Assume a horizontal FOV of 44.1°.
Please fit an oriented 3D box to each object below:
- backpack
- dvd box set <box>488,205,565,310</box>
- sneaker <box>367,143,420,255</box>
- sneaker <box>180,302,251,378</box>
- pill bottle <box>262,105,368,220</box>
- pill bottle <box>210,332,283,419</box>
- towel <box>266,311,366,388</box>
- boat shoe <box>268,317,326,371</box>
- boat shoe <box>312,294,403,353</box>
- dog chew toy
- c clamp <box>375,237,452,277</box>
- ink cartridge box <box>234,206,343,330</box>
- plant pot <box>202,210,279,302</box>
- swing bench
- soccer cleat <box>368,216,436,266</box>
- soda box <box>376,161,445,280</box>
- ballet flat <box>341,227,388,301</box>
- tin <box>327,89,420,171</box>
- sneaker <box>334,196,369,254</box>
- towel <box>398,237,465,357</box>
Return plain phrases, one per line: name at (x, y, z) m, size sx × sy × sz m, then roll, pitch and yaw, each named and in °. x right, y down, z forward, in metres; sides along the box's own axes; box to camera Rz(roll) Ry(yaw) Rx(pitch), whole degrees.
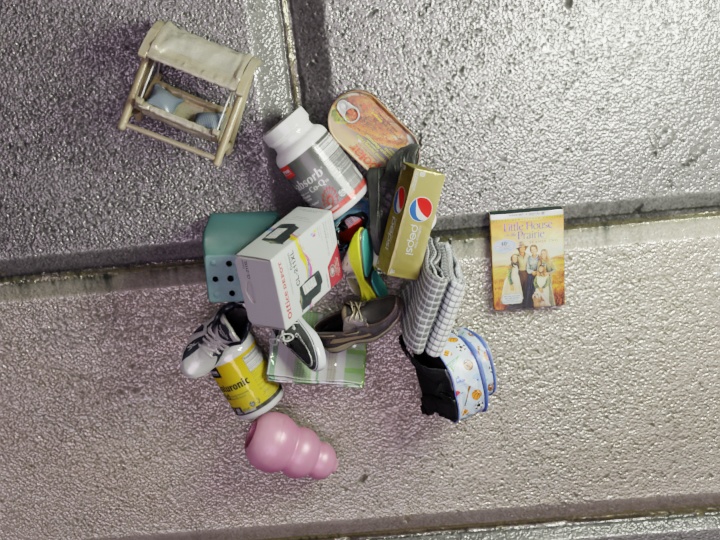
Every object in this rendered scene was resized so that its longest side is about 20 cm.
backpack at (0.184, 0.206, 1.752) m, size 0.153 × 0.190 × 0.202 m, roll -21°, pitch 107°, yaw -8°
dvd box set at (0.330, -0.023, 1.755) m, size 0.145 × 0.029 × 0.202 m, roll -4°, pitch 109°, yaw 3°
sneaker at (0.068, -0.131, 1.659) m, size 0.103 × 0.060 × 0.202 m, roll -4°, pitch 88°, yaw 10°
sneaker at (-0.268, 0.125, 1.672) m, size 0.199 × 0.130 × 0.080 m, roll -41°, pitch 92°, yaw -5°
pill bottle at (-0.086, -0.200, 1.664) m, size 0.116 × 0.116 × 0.200 m, roll -36°, pitch 103°, yaw 13°
pill bottle at (-0.248, 0.192, 1.802) m, size 0.111 × 0.111 × 0.201 m, roll -25°, pitch 105°, yaw 10°
towel at (-0.086, 0.156, 1.787) m, size 0.198 × 0.031 × 0.151 m, roll 5°, pitch 73°, yaw 0°
boat shoe at (-0.142, 0.118, 1.736) m, size 0.200 × 0.068 × 0.074 m, roll 59°, pitch 138°, yaw 16°
boat shoe at (-0.008, 0.099, 1.710) m, size 0.199 × 0.075 × 0.073 m, roll -30°, pitch 135°, yaw 26°
dog chew toy at (-0.140, 0.377, 1.860) m, size 0.199 × 0.125 × 0.125 m, roll 25°, pitch 108°, yaw -15°
c clamp at (0.095, 0.025, 1.784) m, size 0.198 × 0.027 × 0.172 m, roll -8°, pitch 113°, yaw 3°
ink cartridge box at (-0.125, -0.005, 1.612) m, size 0.082 × 0.200 × 0.147 m, roll 8°, pitch 123°, yaw 30°
plant pot at (-0.228, -0.016, 1.685) m, size 0.140 × 0.200 × 0.143 m, roll -2°, pitch 109°, yaw 2°
swing bench at (-0.309, -0.326, 1.622) m, size 0.197 × 0.130 × 0.201 m, roll 20°, pitch 108°, yaw -4°
soccer cleat at (0.059, -0.058, 1.722) m, size 0.199 × 0.085 × 0.069 m, roll -30°, pitch 105°, yaw 11°
soda box at (0.090, -0.089, 1.609) m, size 0.063 × 0.068 × 0.202 m, roll 9°, pitch 104°, yaw -20°
ballet flat at (0.000, 0.000, 1.705) m, size 0.066 × 0.067 × 0.201 m, roll 0°, pitch 137°, yaw 20°
tin at (0.026, -0.254, 1.684) m, size 0.200 × 0.042 × 0.112 m, roll 43°, pitch 101°, yaw -12°
sneaker at (-0.055, -0.063, 1.721) m, size 0.078 × 0.090 × 0.200 m, roll 42°, pitch 108°, yaw -11°
towel at (0.129, 0.043, 1.670) m, size 0.085 × 0.200 × 0.167 m, roll 11°, pitch 115°, yaw -8°
